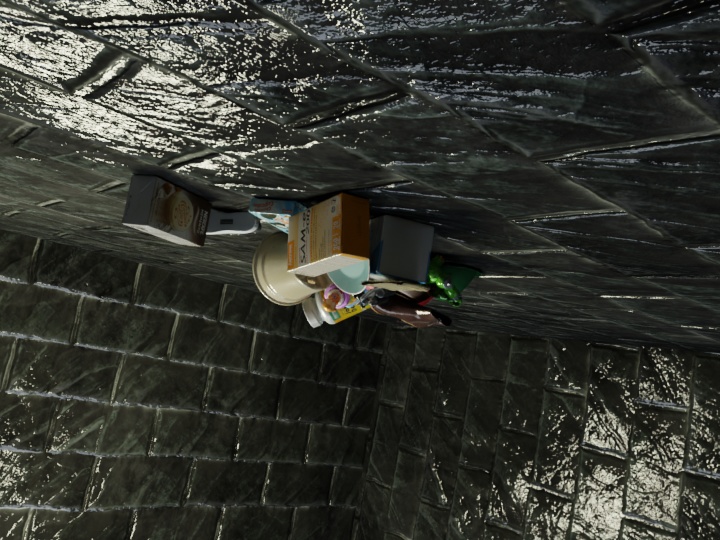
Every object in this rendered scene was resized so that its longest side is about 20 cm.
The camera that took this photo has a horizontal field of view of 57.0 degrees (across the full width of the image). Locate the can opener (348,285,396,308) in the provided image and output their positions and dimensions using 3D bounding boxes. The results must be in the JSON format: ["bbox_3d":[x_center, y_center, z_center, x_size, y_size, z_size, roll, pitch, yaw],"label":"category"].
[{"bbox_3d":[0.027,0.047,1.568,0.067,0.053,0.200,46,-165,11],"label":"can opener"}]

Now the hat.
[{"bbox_3d":[0.244,0.081,1.912,0.165,0.177,0.200,16,170,-34],"label":"hat"}]

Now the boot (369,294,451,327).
[{"bbox_3d":[0.130,0.097,1.773,0.200,0.073,0.166,31,160,-35],"label":"boot"}]

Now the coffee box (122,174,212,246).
[{"bbox_3d":[-0.441,-0.134,1.528,0.079,0.115,0.200,6,172,25],"label":"coffee box"}]

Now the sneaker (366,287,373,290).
[{"bbox_3d":[0.000,0.000,1.665,0.086,0.074,0.200,-11,135,18],"label":"sneaker"}]

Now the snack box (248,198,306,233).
[{"bbox_3d":[-0.158,-0.120,1.538,0.116,0.037,0.200,6,170,23],"label":"snack box"}]

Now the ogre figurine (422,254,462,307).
[{"bbox_3d":[0.189,0.016,1.779,0.098,0.200,0.120,-29,159,-6],"label":"ogre figurine"}]

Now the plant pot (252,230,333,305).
[{"bbox_3d":[-0.151,-0.012,1.699,0.200,0.202,0.183,15,170,-29],"label":"plant pot"}]

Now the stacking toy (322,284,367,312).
[{"bbox_3d":[-0.057,0.059,1.726,0.116,0.110,0.200,46,-156,-2],"label":"stacking toy"}]

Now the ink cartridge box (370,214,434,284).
[{"bbox_3d":[0.059,-0.039,1.504,0.125,0.129,0.200,12,171,-22],"label":"ink cartridge box"}]

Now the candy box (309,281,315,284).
[{"bbox_3d":[-0.069,0.027,2.000,0.199,0.056,0.115,16,170,-35],"label":"candy box"}]

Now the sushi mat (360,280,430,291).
[{"bbox_3d":[0.079,0.034,1.436,0.095,0.012,0.200,0,175,22],"label":"sushi mat"}]

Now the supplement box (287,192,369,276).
[{"bbox_3d":[-0.069,-0.069,1.361,0.073,0.127,0.200,10,163,-36],"label":"supplement box"}]

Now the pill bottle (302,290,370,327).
[{"bbox_3d":[-0.061,0.085,1.894,0.199,0.113,0.113,-24,167,5],"label":"pill bottle"}]

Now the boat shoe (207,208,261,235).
[{"bbox_3d":[-0.345,-0.121,1.683,0.199,0.070,0.066,0,168,13],"label":"boat shoe"}]

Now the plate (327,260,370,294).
[{"bbox_3d":[-0.034,-0.046,1.452,0.025,0.201,0.200,-22,-169,-33],"label":"plate"}]

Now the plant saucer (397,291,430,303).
[{"bbox_3d":[0.096,0.043,1.817,0.199,0.035,0.200,24,174,3],"label":"plant saucer"}]
